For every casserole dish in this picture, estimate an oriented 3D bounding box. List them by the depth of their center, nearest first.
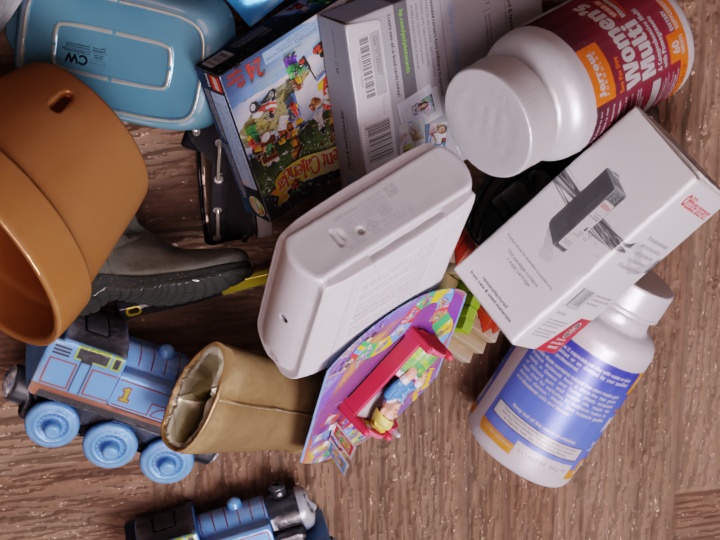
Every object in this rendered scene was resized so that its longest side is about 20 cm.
[{"bbox_3d":[-0.190,-0.172,1.547,0.198,0.039,0.122,13,113,8],"label":"casserole dish"}]

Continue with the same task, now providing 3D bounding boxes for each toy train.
[{"bbox_3d":[-0.200,0.104,1.683,0.199,0.087,0.115,20,118,-19],"label":"toy train"},{"bbox_3d":[-0.117,0.261,1.795,0.198,0.087,0.115,-16,113,-2],"label":"toy train"}]

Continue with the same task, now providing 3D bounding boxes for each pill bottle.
[{"bbox_3d":[0.166,-0.154,1.574,0.199,0.109,0.110,-31,126,-36],"label":"pill bottle"},{"bbox_3d":[0.189,0.082,1.746,0.111,0.112,0.201,25,110,-21],"label":"pill bottle"}]

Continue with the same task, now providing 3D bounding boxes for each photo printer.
[{"bbox_3d":[0.000,0.000,1.559,0.166,0.070,0.200,-33,162,-22],"label":"photo printer"}]

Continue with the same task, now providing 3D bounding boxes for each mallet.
[{"bbox_3d":[-0.114,0.003,1.693,0.198,0.041,0.066,-7,119,-3],"label":"mallet"}]

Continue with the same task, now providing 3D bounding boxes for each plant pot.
[{"bbox_3d":[-0.255,-0.062,1.504,0.140,0.199,0.201,-45,122,-26],"label":"plant pot"}]

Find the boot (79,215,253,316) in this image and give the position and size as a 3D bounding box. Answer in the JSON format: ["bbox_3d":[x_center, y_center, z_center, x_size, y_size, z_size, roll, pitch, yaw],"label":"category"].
[{"bbox_3d":[-0.191,-0.038,1.611,0.198,0.068,0.132,-7,76,-9],"label":"boot"}]

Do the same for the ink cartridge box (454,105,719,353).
[{"bbox_3d":[0.191,-0.030,1.612,0.200,0.144,0.084,-41,74,11],"label":"ink cartridge box"}]

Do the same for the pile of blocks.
[{"bbox_3d":[0.071,-0.002,1.688,0.082,0.062,0.201,-48,122,-30],"label":"pile of blocks"}]

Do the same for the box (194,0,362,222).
[{"bbox_3d":[-0.026,-0.149,1.574,0.199,0.038,0.137,-36,126,-24],"label":"box"}]

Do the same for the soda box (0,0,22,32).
[{"bbox_3d":[-0.304,-0.207,1.526,0.063,0.071,0.200,32,108,-21],"label":"soda box"}]

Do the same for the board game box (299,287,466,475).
[{"bbox_3d":[0.031,0.100,1.647,0.157,0.039,0.201,-29,153,-31],"label":"board game box"}]

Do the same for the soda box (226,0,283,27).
[{"bbox_3d":[-0.033,-0.285,1.542,0.200,0.068,0.064,-39,117,10],"label":"soda box"}]

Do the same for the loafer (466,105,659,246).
[{"bbox_3d":[0.172,-0.084,1.686,0.200,0.063,0.072,-44,118,12],"label":"loafer"}]

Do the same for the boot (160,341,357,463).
[{"bbox_3d":[-0.056,0.084,1.664,0.199,0.066,0.176,14,100,-49],"label":"boot"}]

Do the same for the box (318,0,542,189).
[{"bbox_3d":[0.064,-0.161,1.591,0.199,0.041,0.157,-26,123,-29],"label":"box"}]

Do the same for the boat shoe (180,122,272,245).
[{"bbox_3d":[-0.117,-0.109,1.615,0.060,0.074,0.201,-15,127,-8],"label":"boat shoe"}]
